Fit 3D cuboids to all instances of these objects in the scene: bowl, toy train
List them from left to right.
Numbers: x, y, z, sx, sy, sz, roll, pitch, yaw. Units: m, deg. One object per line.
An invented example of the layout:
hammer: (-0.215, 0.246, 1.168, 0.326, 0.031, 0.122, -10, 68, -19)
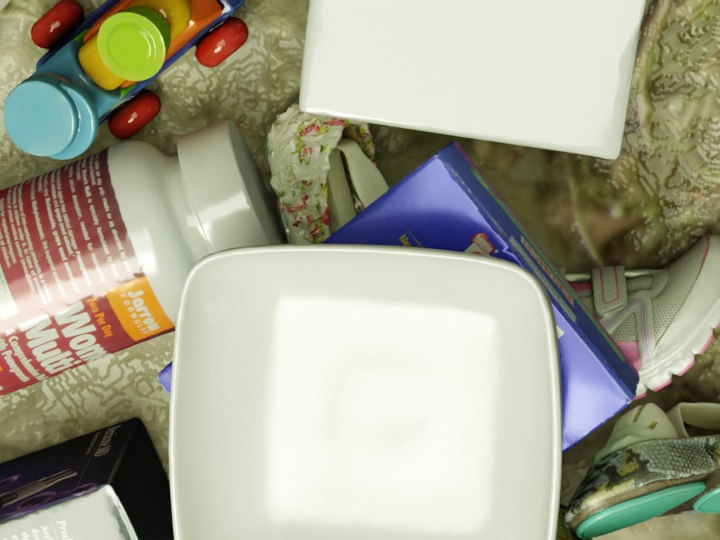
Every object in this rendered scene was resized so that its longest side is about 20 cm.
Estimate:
toy train: (-0.105, -0.139, 1.289, 0.200, 0.116, 0.085, -37, 100, 24)
bowl: (0.007, 0.083, 1.223, 0.199, 0.075, 0.201, 3, 98, 11)

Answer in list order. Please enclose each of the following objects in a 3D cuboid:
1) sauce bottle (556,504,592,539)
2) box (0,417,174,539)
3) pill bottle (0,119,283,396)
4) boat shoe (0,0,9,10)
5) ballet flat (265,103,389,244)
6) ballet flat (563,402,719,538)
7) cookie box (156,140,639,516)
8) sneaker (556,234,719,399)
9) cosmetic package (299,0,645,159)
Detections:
sauce bottle: (0.101, 0.164, 1.323, 0.064, 0.200, 0.065, -1, 105, -2)
box: (-0.205, 0.177, 1.359, 0.199, 0.148, 0.105, -20, 100, 4)
pill bottle: (-0.149, -0.007, 1.338, 0.199, 0.110, 0.110, -21, 101, 5)
boat shoe: (-0.283, -0.129, 1.339, 0.200, 0.072, 0.069, -39, 83, 11)
ballet flat: (0.000, 0.000, 1.352, 0.064, 0.076, 0.201, -9, 105, 42)
ballet flat: (0.176, 0.108, 1.341, 0.200, 0.072, 0.072, -1, 106, -43)
cookie box: (0.023, 0.057, 1.296, 0.200, 0.075, 0.171, -37, 94, 14)
sneaker: (0.125, 0.035, 1.357, 0.200, 0.081, 0.088, -35, 101, 7)
cosmetic package: (0.062, -0.164, 1.257, 0.166, 0.200, 0.168, 8, 101, -1)
